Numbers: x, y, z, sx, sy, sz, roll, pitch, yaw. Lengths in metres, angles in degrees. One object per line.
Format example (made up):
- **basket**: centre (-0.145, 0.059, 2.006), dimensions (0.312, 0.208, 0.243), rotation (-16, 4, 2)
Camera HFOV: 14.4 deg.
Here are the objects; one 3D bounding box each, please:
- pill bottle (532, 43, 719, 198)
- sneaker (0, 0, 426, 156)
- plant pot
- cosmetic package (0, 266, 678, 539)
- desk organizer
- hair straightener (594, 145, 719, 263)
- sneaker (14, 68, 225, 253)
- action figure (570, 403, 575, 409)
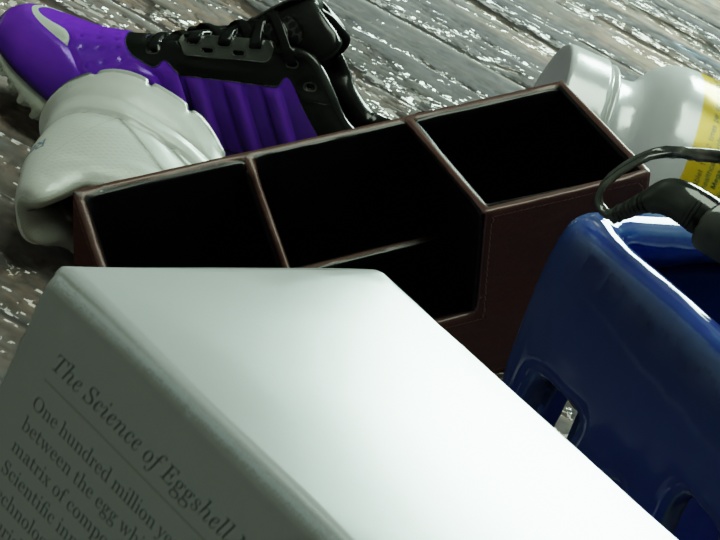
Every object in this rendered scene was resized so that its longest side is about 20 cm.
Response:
- **pill bottle**: centre (0.167, -0.026, 1.322), dimensions (0.199, 0.113, 0.113), rotation (25, 22, -10)
- **sneaker**: centre (-0.053, -0.079, 1.190), dimensions (0.199, 0.100, 0.070), rotation (28, 19, -2)
- **plant pot**: centre (0.143, 0.110, 0.901), dimensions (0.199, 0.180, 0.200), rotation (3, 34, -47)
- **cosmetic package**: centre (-0.011, 0.135, 0.634), dimensions (0.199, 0.201, 0.123), rotation (42, 26, 30)
- **desk organizer**: centre (0.000, 0.000, 1.006), dimensions (0.199, 0.077, 0.072), rotation (-14, 39, -22)
- **hair straightener**: centre (0.162, 0.017, 0.848), dimensions (0.199, 0.041, 0.077), rotation (27, 21, 9)
- **sneaker**: centre (-0.045, 0.003, 1.089), dimensions (0.199, 0.075, 0.087), rotation (25, 37, 2)
- **action figure**: centre (0.093, 0.042, 1.120), dimensions (0.200, 0.069, 0.130), rotation (42, -5, 26)
